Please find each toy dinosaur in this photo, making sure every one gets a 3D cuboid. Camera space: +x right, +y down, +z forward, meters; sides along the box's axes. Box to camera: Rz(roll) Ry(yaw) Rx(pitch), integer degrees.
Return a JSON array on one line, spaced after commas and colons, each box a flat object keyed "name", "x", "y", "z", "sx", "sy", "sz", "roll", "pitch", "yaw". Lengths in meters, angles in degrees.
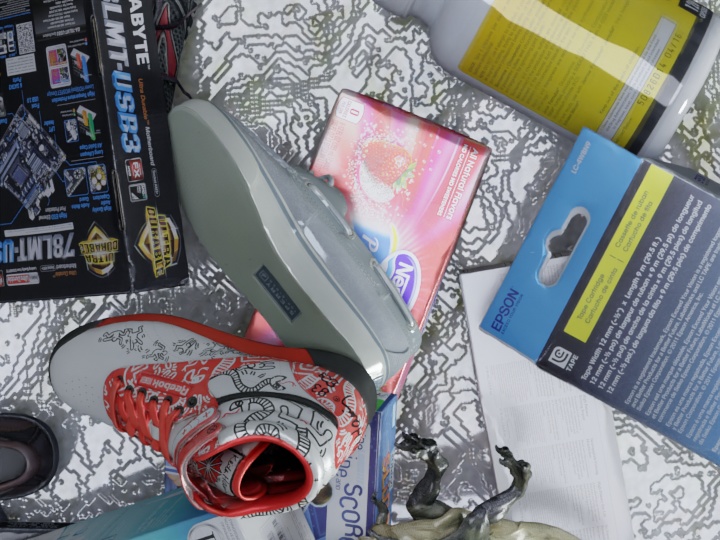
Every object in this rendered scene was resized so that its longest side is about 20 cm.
[{"name": "toy dinosaur", "x": 0.057, "y": 0.142, "z": 1.543, "sx": 0.199, "sy": 0.047, "sz": 0.089, "roll": -1, "pitch": 113, "yaw": -15}]

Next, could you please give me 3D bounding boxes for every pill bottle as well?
[{"name": "pill bottle", "x": 0.113, "y": -0.151, "z": 1.634, "sx": 0.199, "sy": 0.112, "sz": 0.112, "roll": 29, "pitch": 93, "yaw": -1}]

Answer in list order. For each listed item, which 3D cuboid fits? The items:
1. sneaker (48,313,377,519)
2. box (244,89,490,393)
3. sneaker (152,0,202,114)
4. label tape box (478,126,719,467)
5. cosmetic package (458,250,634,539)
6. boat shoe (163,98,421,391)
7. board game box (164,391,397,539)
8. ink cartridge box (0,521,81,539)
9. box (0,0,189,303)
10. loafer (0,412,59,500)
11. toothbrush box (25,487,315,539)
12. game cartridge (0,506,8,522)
[{"name": "sneaker", "x": -0.099, "y": 0.082, "z": 1.503, "sx": 0.200, "sy": 0.108, "sz": 0.068, "roll": 7, "pitch": 120, "yaw": 16}, {"name": "box", "x": 0.000, "y": 0.000, "z": 1.643, "sx": 0.102, "sy": 0.095, "sz": 0.201, "roll": 22, "pitch": 93, "yaw": 1}, {"name": "sneaker", "x": -0.139, "y": -0.140, "z": 1.657, "sx": 0.080, "sy": 0.075, "sz": 0.201, "roll": 1, "pitch": 92, "yaw": 1}, {"name": "label tape box", "x": 0.192, "y": 0.019, "z": 1.600, "sx": 0.199, "sy": 0.066, "sz": 0.144, "roll": 29, "pitch": 103, "yaw": 8}, {"name": "cosmetic package", "x": 0.118, "y": 0.092, "z": 1.675, "sx": 0.082, "sy": 0.051, "sz": 0.201, "roll": -9, "pitch": 93, "yaw": 3}, {"name": "boat shoe", "x": -0.038, "y": -0.019, "z": 1.558, "sx": 0.071, "sy": 0.070, "sz": 0.201, "roll": -33, "pitch": 86, "yaw": -40}, {"name": "board game box", "x": -0.050, "y": 0.162, "z": 1.595, "sx": 0.135, "sy": 0.034, "sz": 0.201, "roll": 8, "pitch": 109, "yaw": 14}, {"name": "ink cartridge box", "x": -0.144, "y": 0.258, "z": 1.674, "sx": 0.197, "sy": 0.043, "sz": 0.201, "roll": 1, "pitch": 93, "yaw": -12}, {"name": "box", "x": -0.187, "y": -0.082, "z": 1.609, "sx": 0.049, "sy": 0.199, "sz": 0.200, "roll": -11, "pitch": 94, "yaw": -38}, {"name": "loafer", "x": -0.287, "y": 0.123, "z": 1.642, "sx": 0.199, "sy": 0.063, "sz": 0.072, "roll": -9, "pitch": 92, "yaw": 1}, {"name": "toothbrush box", "x": -0.116, "y": 0.214, "z": 1.567, "sx": 0.199, "sy": 0.085, "sz": 0.147, "roll": -19, "pitch": 100, "yaw": 23}, {"name": "game cartridge", "x": -0.315, "y": 0.142, "z": 1.692, "sx": 0.133, "sy": 0.042, "sz": 0.200, "roll": -42, "pitch": 91, "yaw": -2}]
